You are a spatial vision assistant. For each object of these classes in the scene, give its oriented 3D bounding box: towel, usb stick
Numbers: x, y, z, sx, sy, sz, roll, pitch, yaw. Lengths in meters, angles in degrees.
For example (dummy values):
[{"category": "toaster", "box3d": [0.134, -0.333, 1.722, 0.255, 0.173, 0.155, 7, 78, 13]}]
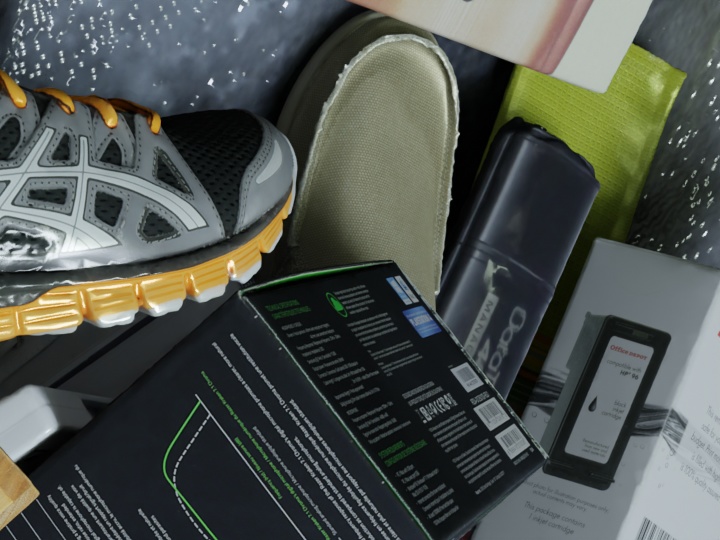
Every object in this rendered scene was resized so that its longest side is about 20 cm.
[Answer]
[{"category": "towel", "box3d": [0.073, -0.004, 0.855, 0.086, 0.018, 0.202, 22, 85, -35]}, {"category": "usb stick", "box3d": [0.038, 0.037, 0.813, 0.055, 0.032, 0.201, 31, 80, -37]}]

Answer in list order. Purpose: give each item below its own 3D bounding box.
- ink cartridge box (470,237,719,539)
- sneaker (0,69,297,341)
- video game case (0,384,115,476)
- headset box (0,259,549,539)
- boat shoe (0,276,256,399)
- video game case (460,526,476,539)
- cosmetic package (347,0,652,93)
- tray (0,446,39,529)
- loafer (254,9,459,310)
[{"category": "ink cartridge box", "box3d": [0.125, 0.067, 0.856, 0.116, 0.067, 0.201, 38, 73, -52]}, {"category": "sneaker", "box3d": [-0.096, -0.023, 0.544, 0.199, 0.078, 0.078, -17, 105, -42]}, {"category": "video game case", "box3d": [-0.137, 0.087, 0.678, 0.143, 0.018, 0.200, -34, 172, 2]}, {"category": "headset box", "box3d": [-0.056, 0.098, 0.658, 0.200, 0.093, 0.174, -41, 172, 15]}, {"category": "boat shoe", "box3d": [-0.134, 0.036, 0.728, 0.199, 0.072, 0.066, -32, 97, 4]}, {"category": "video game case", "box3d": [0.038, 0.068, 0.865, 0.199, 0.018, 0.144, 17, 85, -35]}, {"category": "cosmetic package", "box3d": [0.018, -0.142, 0.721, 0.199, 0.087, 0.104, 12, 108, -42]}, {"category": "tray", "box3d": [-0.178, 0.041, 0.598, 0.099, 0.200, 0.037, -42, 130, -9]}, {"category": "loafer", "box3d": [0.000, 0.000, 0.779, 0.075, 0.068, 0.202, 18, 86, -36]}]
